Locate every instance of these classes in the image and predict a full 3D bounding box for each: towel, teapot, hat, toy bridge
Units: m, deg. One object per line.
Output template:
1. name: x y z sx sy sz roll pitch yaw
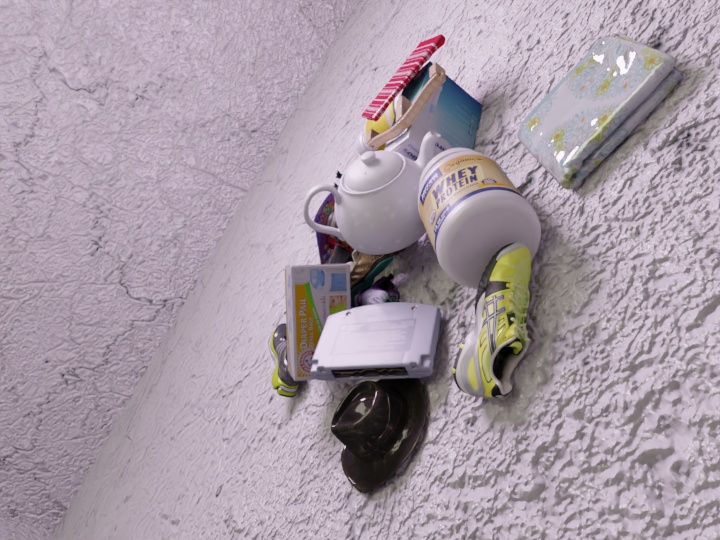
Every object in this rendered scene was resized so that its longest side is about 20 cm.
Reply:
1. towel: 0.081 -0.373 1.078 0.201 0.022 0.145 -49 17 7
2. teapot: 0.029 -0.135 0.946 0.195 0.147 0.201 6 49 35
3. towel: 0.321 -0.229 0.768 0.201 0.048 0.172 -50 25 23
4. hat: 0.008 0.228 0.831 0.201 0.080 0.202 -44 29 33
5. toy bridge: 0.078 -0.280 0.977 0.199 0.027 0.068 -38 34 40

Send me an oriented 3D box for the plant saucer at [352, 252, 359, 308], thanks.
1. plant saucer: -0.004 0.012 1.181 0.070 0.019 0.203 -24 42 54

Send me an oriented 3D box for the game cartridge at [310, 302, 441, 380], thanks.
1. game cartridge: 0.027 0.109 0.864 0.197 0.041 0.135 -6 43 24

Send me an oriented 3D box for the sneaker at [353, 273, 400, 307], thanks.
1. sneaker: 0.034 0.078 0.966 0.088 0.074 0.201 -44 27 21

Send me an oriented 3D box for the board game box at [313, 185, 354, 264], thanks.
1. board game box: -0.027 -0.089 1.191 0.039 0.202 0.158 26 51 30

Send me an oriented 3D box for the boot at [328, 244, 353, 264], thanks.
1. boot: -0.072 0.061 1.156 0.165 0.065 0.203 115 177 -76

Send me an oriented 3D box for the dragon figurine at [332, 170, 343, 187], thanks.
1. dragon figurine: -0.005 -0.203 1.354 0.200 0.098 0.060 33 -108 -71

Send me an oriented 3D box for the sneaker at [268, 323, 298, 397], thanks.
1. sneaker: -0.154 0.183 1.219 0.081 0.073 0.201 -56 30 25

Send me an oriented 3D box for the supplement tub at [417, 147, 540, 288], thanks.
1. supplement tub: 0.162 -0.084 0.801 0.145 0.143 0.201 -49 26 22

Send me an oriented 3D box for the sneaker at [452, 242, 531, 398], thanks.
1. sneaker: 0.185 0.065 0.689 0.076 0.075 0.203 9 81 57

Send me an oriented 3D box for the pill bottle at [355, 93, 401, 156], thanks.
1. pill bottle: 0.074 -0.335 1.305 0.199 0.110 0.113 -26 40 52

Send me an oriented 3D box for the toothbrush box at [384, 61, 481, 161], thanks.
1. toothbrush box: 0.141 -0.268 1.052 0.085 0.145 0.203 -27 40 51

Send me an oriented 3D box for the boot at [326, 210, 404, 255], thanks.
1. boot: 0.044 -0.088 1.122 0.152 0.203 0.075 21 116 29

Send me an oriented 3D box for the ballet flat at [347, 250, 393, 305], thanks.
1. ballet flat: 0.000 0.000 1.053 0.066 0.070 0.200 58 139 16

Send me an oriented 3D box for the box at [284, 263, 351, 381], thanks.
1. box: -0.079 0.091 1.008 0.101 0.110 0.204 -178 85 -76
